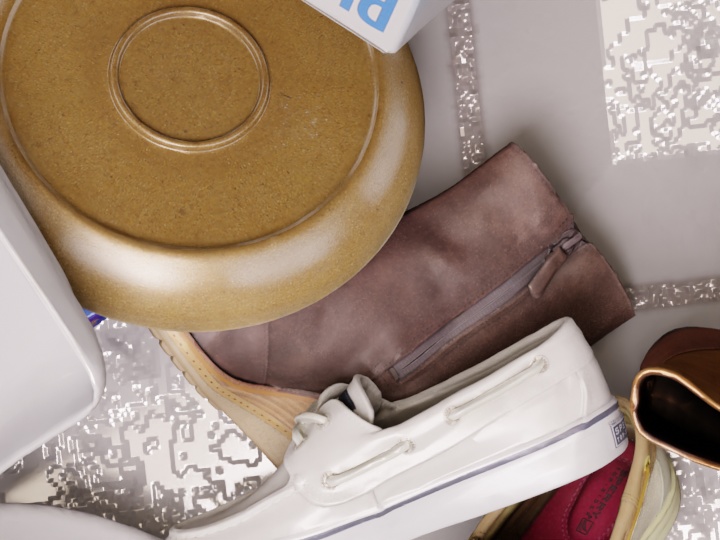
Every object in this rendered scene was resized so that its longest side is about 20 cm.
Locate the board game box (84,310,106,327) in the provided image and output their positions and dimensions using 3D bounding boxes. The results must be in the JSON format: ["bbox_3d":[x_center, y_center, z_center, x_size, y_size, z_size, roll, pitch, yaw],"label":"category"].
[{"bbox_3d":[-0.136,-0.044,1.106,0.199,0.045,0.135,-34,88,5],"label":"board game box"}]

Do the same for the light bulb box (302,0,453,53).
[{"bbox_3d":[0.039,-0.221,0.971,0.124,0.198,0.201,33,126,11],"label":"light bulb box"}]

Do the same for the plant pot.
[{"bbox_3d":[-0.069,-0.072,1.030,0.199,0.028,0.201,4,65,-9],"label":"plant pot"}]

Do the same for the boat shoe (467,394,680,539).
[{"bbox_3d":[0.061,0.133,1.035,0.074,0.067,0.200,17,58,28],"label":"boat shoe"}]

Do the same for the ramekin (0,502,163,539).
[{"bbox_3d":[-0.105,0.188,1.003,0.200,0.200,0.098,31,108,5],"label":"ramekin"}]

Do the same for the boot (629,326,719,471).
[{"bbox_3d":[0.198,0.061,0.995,0.187,0.200,0.069,21,92,5],"label":"boot"}]

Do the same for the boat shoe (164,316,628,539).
[{"bbox_3d":[0.004,0.074,1.016,0.199,0.072,0.066,-20,97,13],"label":"boat shoe"}]

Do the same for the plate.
[{"bbox_3d":[-0.181,-0.011,1.018,0.032,0.199,0.201,-30,87,-35],"label":"plate"}]

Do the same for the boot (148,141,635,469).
[{"bbox_3d":[0.000,0.000,1.067,0.166,0.072,0.200,-42,109,-2],"label":"boot"}]
